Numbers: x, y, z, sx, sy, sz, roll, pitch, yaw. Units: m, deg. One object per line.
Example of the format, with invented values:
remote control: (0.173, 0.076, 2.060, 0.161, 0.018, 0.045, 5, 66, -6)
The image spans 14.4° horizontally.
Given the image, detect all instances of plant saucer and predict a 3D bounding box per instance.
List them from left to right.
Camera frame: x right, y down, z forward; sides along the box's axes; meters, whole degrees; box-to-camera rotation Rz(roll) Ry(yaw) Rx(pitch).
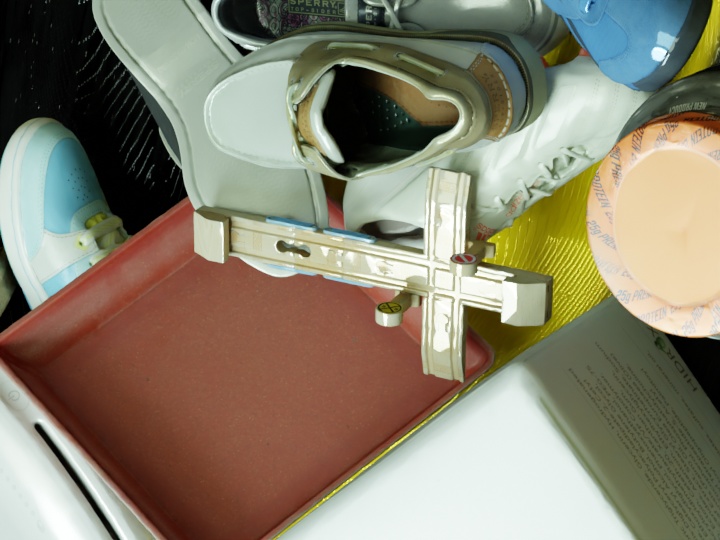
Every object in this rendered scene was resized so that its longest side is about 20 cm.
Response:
plant saucer: (-0.062, 0.052, 1.512, 0.200, 0.199, 0.037, 43, 161, 31)

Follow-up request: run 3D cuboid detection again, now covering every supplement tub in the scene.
supplement tub: (0.190, -0.040, 1.308, 0.122, 0.200, 0.123, 9, 108, 30)

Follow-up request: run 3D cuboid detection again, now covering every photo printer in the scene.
photo printer: (-0.184, 0.138, 1.627, 0.167, 0.069, 0.200, 55, 155, 0)

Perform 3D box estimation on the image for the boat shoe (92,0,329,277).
boat shoe: (-0.076, -0.080, 1.542, 0.074, 0.060, 0.200, -38, 74, 3)

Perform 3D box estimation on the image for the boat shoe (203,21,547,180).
boat shoe: (-0.007, -0.084, 1.424, 0.199, 0.068, 0.075, -7, 103, 38)

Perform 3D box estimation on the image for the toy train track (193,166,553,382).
toy train track: (0.000, 0.000, 1.452, 0.199, 0.033, 0.115, 12, 117, 24)

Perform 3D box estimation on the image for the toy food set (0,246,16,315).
toy food set: (-0.261, 0.060, 1.645, 0.049, 0.200, 0.198, 35, 126, -8)

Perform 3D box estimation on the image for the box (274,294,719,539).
box: (0.092, 0.155, 1.427, 0.199, 0.171, 0.201, -37, 85, 27)

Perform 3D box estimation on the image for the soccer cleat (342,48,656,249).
soccer cleat: (0.071, -0.050, 1.454, 0.199, 0.069, 0.078, -21, 50, 40)

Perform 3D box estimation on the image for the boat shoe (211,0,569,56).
boat shoe: (0.013, -0.137, 1.477, 0.199, 0.068, 0.073, 11, 109, 31)

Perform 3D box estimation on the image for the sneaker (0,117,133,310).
sneaker: (-0.123, 0.007, 1.603, 0.130, 0.079, 0.201, -2, 112, 35)

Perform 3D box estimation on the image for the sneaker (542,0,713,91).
sneaker: (0.103, -0.144, 1.343, 0.078, 0.200, 0.066, 27, 107, -23)
